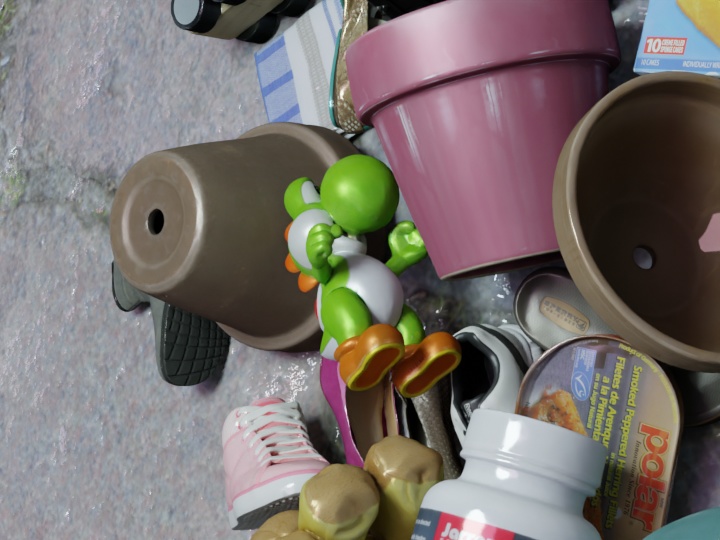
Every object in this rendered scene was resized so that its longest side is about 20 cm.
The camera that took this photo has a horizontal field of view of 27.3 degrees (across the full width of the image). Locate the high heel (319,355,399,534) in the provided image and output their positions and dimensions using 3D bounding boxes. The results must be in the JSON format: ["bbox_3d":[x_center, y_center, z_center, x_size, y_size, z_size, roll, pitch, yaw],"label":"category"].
[{"bbox_3d":[0.019,0.121,1.159,0.096,0.067,0.201,4,96,52],"label":"high heel"}]

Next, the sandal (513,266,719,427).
[{"bbox_3d":[0.182,0.048,1.042,0.200,0.055,0.082,31,99,37],"label":"sandal"}]

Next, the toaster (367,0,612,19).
[{"bbox_3d":[0.090,-0.261,1.117,0.200,0.181,0.119,-6,72,32],"label":"toaster"}]

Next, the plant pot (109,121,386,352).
[{"bbox_3d":[-0.107,-0.035,1.226,0.200,0.174,0.201,-5,82,41],"label":"plant pot"}]

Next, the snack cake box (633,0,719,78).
[{"bbox_3d":[0.295,-0.175,0.998,0.200,0.067,0.115,9,85,42],"label":"snack cake box"}]

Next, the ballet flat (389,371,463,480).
[{"bbox_3d":[0.053,0.148,1.123,0.067,0.046,0.201,130,138,-60],"label":"ballet flat"}]

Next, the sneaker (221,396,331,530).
[{"bbox_3d":[-0.069,0.146,1.177,0.200,0.075,0.105,137,131,-69],"label":"sneaker"}]

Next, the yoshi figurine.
[{"bbox_3d":[0.005,-0.011,1.092,0.112,0.113,0.200,-21,53,-9],"label":"yoshi figurine"}]

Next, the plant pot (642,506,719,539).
[{"bbox_3d":[0.228,0.228,0.868,0.161,0.200,0.201,-14,68,60],"label":"plant pot"}]

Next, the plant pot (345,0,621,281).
[{"bbox_3d":[0.101,-0.092,1.077,0.200,0.200,0.180,-15,85,38],"label":"plant pot"}]

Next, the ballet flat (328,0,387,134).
[{"bbox_3d":[0.012,-0.210,1.240,0.065,0.071,0.201,-2,78,13],"label":"ballet flat"}]

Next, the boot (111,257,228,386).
[{"bbox_3d":[-0.184,0.021,1.382,0.131,0.068,0.201,-21,62,47],"label":"boot"}]

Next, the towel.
[{"bbox_3d":[-0.013,-0.187,1.303,0.200,0.024,0.147,-32,58,31],"label":"towel"}]

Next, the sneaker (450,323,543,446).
[{"bbox_3d":[0.099,0.132,1.079,0.074,0.080,0.201,-24,65,32],"label":"sneaker"}]

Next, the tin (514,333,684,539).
[{"bbox_3d":[0.156,0.141,1.003,0.112,0.042,0.201,12,97,24],"label":"tin"}]

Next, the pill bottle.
[{"bbox_3d":[0.085,0.195,0.929,0.119,0.119,0.201,7,76,42],"label":"pill bottle"}]

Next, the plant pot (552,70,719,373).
[{"bbox_3d":[0.207,-0.022,0.977,0.093,0.200,0.201,132,136,-63],"label":"plant pot"}]

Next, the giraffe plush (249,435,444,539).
[{"bbox_3d":[-0.012,0.217,1.035,0.162,0.172,0.200,2,113,57],"label":"giraffe plush"}]

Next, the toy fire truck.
[{"bbox_3d":[-0.097,-0.330,1.362,0.176,0.128,0.200,-31,69,38],"label":"toy fire truck"}]
